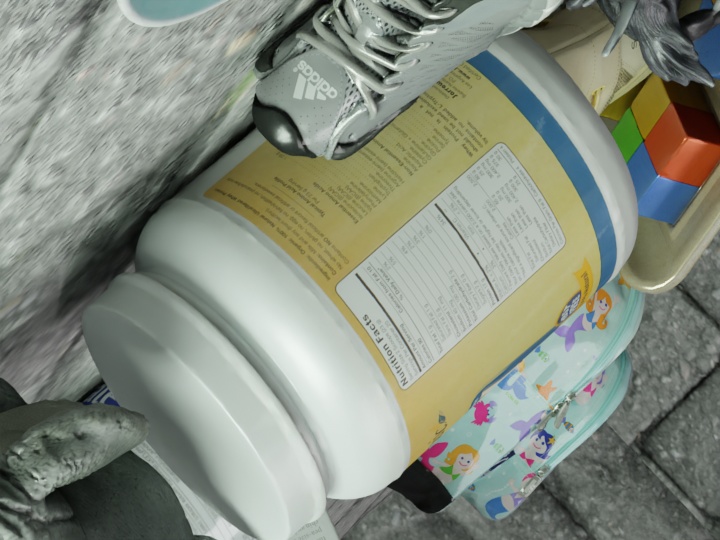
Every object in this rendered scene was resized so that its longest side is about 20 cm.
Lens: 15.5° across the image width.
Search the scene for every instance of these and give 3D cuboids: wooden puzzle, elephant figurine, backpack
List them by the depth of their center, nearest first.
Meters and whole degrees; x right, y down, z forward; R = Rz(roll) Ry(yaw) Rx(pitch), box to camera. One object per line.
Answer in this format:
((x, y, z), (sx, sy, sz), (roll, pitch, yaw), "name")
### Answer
((-0.132, 0.106, 0.964), (0.155, 0.142, 0.200), (-37, 176, -6), "elephant figurine")
((0.166, -0.118, 1.338), (0.046, 0.186, 0.200), (18, 126, -29), "wooden puzzle")
((0.072, 0.032, 1.553), (0.200, 0.150, 0.178), (-50, -149, 8), "backpack")

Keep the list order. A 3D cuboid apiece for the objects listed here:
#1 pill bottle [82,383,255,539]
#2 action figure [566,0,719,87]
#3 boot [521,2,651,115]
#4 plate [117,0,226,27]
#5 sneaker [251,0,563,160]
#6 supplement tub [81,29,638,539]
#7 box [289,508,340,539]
((-0.083, 0.092, 1.278), (0.200, 0.112, 0.112), (-42, 172, -19), "pill bottle")
((0.125, -0.148, 1.056), (0.102, 0.119, 0.200), (-45, -175, 23), "action figure")
((0.052, -0.061, 1.319), (0.155, 0.073, 0.200), (-31, 172, -45), "boot")
((0.000, -0.147, 0.733), (0.200, 0.026, 0.200), (-42, 173, -7), "plate")
((0.010, -0.086, 0.946), (0.115, 0.075, 0.200), (-41, 174, -2), "sneaker")
((0.000, 0.000, 1.078), (0.200, 0.145, 0.145), (-41, 172, -20), "supplement tub")
((-0.065, 0.179, 1.393), (0.097, 0.201, 0.124), (-21, 173, -24), "box")
